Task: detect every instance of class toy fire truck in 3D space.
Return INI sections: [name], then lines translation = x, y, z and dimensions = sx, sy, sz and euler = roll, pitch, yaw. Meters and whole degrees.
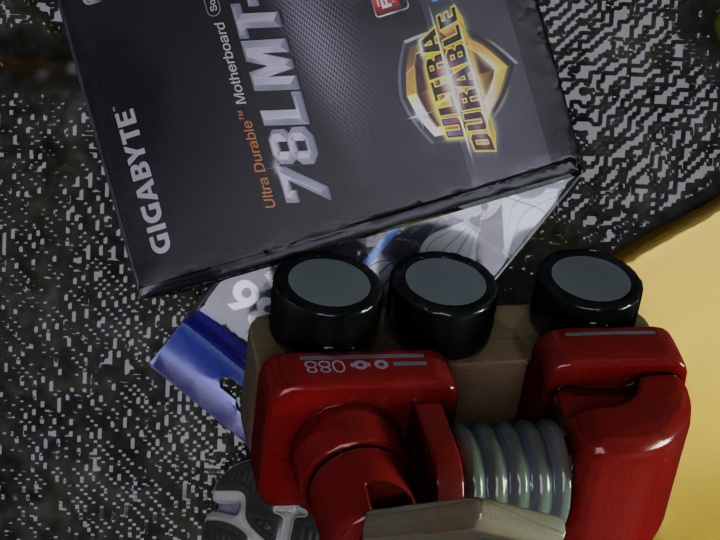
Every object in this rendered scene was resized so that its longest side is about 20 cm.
[toy fire truck]
translation = 0.053, 0.073, 0.704
dimensions = 0.175, 0.200, 0.129
euler = 0, 125, -13

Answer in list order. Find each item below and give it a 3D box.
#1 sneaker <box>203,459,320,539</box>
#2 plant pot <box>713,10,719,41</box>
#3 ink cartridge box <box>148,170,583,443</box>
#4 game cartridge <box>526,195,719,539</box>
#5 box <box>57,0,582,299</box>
[sneaker]
translation = 0.025, 0.138, 0.828
dimensions = 0.199, 0.083, 0.081
euler = 12, 83, 13
[plant pot]
translation = 0.296, -0.095, 0.723
dimensions = 0.199, 0.181, 0.200
euler = -42, 98, -8
[ink cartridge box]
translation = 0.000, 0.000, 0.822
dimensions = 0.099, 0.039, 0.200
euler = 38, 97, -7
[game cartridge]
translation = 0.202, 0.044, 0.838
dimensions = 0.199, 0.032, 0.177
euler = -29, 98, 6
[box]
translation = -0.025, -0.109, 0.775
dimensions = 0.197, 0.050, 0.201
euler = -15, 87, 7
